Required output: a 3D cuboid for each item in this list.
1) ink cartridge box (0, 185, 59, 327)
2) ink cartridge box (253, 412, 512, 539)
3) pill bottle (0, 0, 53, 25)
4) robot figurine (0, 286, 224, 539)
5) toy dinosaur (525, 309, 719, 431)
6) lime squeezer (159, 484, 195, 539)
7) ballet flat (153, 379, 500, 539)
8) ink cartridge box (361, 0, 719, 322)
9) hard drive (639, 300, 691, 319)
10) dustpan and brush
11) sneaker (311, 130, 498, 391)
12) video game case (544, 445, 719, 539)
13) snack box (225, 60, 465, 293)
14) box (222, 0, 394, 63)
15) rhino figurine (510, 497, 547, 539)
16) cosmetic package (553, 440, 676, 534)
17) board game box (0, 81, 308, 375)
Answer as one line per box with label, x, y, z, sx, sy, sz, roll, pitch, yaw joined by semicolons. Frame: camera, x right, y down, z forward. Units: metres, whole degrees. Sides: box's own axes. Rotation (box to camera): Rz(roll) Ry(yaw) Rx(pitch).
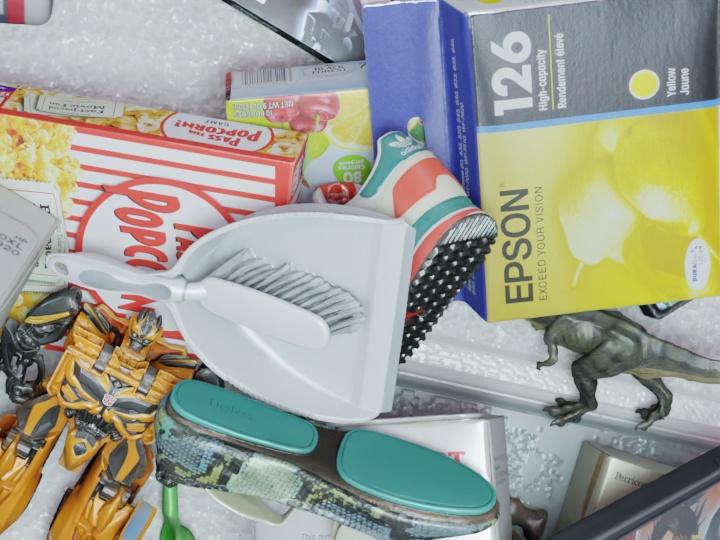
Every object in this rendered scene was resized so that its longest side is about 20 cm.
ink cartridge box;-0.290;0.038;1.195;0.147;0.145;0.200;29;117;-7
ink cartridge box;0.018;0.187;1.255;0.144;0.084;0.200;-4;87;11
pill bottle;-0.276;-0.209;1.231;0.200;0.120;0.120;4;93;-7
robot figurine;-0.166;0.105;1.259;0.145;0.058;0.200;27;119;-8
toy dinosaur;0.162;0.059;1.321;0.200;0.047;0.088;15;127;10
lime squeezer;-0.096;0.182;1.317;0.071;0.038;0.200;-27;95;-5
ballet flat;-0.022;0.120;1.194;0.200;0.074;0.074;20;91;6
ink cartridge box;0.109;-0.068;1.228;0.200;0.047;0.198;-8;117;-5
hard drive;0.192;-0.088;1.335;0.140;0.038;0.200;-32;96;-4
dustpan and brush;-0.078;0.013;1.191;0.200;0.057;0.140;18;124;16
sneaker;0.000;0.000;1.245;0.070;0.200;0.093;-16;64;-42
video game case;0.168;0.217;1.246;0.200;0.025;0.181;-23;115;-34
snack box;0.024;-0.055;1.279;0.200;0.053;0.142;-5;117;-1
box;-0.002;-0.209;1.301;0.200;0.044;0.160;31;89;-8
rhino figurine;0.039;0.225;1.325;0.087;0.060;0.200;26;92;-10
cosmetic package;0.163;0.218;1.332;0.105;0.071;0.200;16;92;-8
board game box;-0.138;-0.022;1.248;0.200;0.046;0.152;9;118;5
